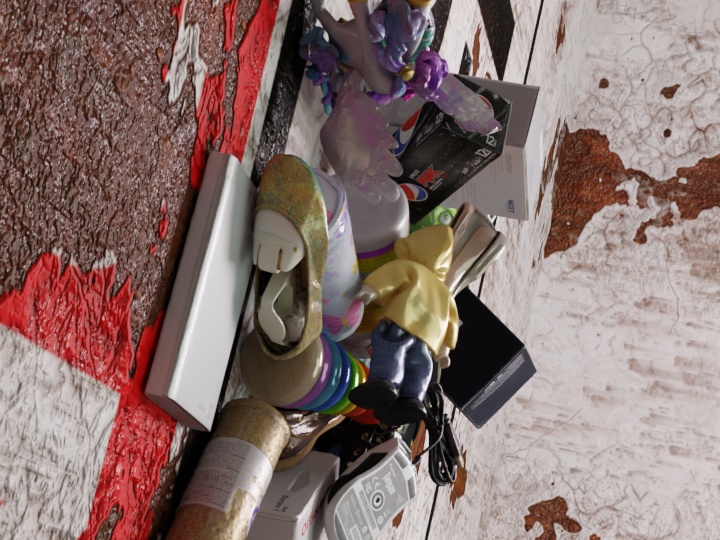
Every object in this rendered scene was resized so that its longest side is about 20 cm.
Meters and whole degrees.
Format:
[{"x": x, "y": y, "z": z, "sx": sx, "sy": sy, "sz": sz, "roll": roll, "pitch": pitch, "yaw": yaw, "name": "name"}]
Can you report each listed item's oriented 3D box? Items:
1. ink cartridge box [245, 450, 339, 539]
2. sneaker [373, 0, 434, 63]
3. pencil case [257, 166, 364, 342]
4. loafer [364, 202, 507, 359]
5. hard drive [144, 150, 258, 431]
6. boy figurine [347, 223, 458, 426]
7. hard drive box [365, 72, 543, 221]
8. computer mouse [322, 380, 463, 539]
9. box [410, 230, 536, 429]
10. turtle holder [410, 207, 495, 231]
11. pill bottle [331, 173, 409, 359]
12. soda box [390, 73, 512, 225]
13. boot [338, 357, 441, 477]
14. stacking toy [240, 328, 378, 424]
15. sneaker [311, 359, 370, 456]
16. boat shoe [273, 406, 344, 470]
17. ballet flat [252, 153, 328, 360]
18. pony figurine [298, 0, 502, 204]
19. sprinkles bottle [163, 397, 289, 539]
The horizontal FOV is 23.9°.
[{"x": -0.084, "y": 0.289, "z": 1.644, "sx": 0.145, "sy": 0.083, "sz": 0.202, "roll": -51, "pitch": 149, "yaw": -66, "name": "ink cartridge box"}, {"x": 0.040, "y": -0.261, "z": 1.818, "sx": 0.200, "sy": 0.074, "sz": 0.088, "roll": 100, "pitch": -4, "yaw": -64, "name": "sneaker"}, {"x": -0.048, "y": -0.012, "z": 1.567, "sx": 0.201, "sy": 0.090, "sz": 0.084, "roll": 81, "pitch": 1, "yaw": -58, "name": "pencil case"}, {"x": 0.065, "y": 0.013, "z": 1.699, "sx": 0.200, "sy": 0.063, "sz": 0.072, "roll": -45, "pitch": -169, "yaw": -26, "name": "loafer"}, {"x": -0.123, "y": 0.020, "z": 1.388, "sx": 0.132, "sy": 0.026, "sz": 0.202, "roll": 61, "pitch": 40, "yaw": -71, "name": "hard drive"}, {"x": 0.042, "y": 0.039, "z": 1.600, "sx": 0.124, "sy": 0.064, "sz": 0.201, "roll": 32, "pitch": 55, "yaw": -31, "name": "boy figurine"}, {"x": 0.090, "y": -0.137, "z": 1.808, "sx": 0.156, "sy": 0.198, "sz": 0.077, "roll": 78, "pitch": 26, "yaw": -61, "name": "hard drive box"}, {"x": 0.022, "y": 0.201, "z": 1.663, "sx": 0.200, "sy": 0.044, "sz": 0.110, "roll": -36, "pitch": 117, "yaw": -37, "name": "computer mouse"}, {"x": 0.094, "y": 0.068, "z": 1.957, "sx": 0.104, "sy": 0.200, "sz": 0.182, "roll": -44, "pitch": 165, "yaw": -2, "name": "box"}, {"x": 0.096, "y": -0.103, "z": 2.019, "sx": 0.186, "sy": 0.131, "sz": 0.142, "roll": 44, "pitch": 58, "yaw": -75, "name": "turtle holder"}, {"x": 0.000, "y": 0.000, "z": 1.740, "sx": 0.201, "sy": 0.103, "sz": 0.105, "roll": 87, "pitch": 18, "yaw": -47, "name": "pill bottle"}, {"x": 0.073, "y": -0.117, "z": 1.698, "sx": 0.200, "sy": 0.070, "sz": 0.064, "roll": -40, "pitch": -149, "yaw": 59, "name": "soda box"}, {"x": 0.021, "y": 0.171, "z": 1.733, "sx": 0.154, "sy": 0.073, "sz": 0.205, "roll": -66, "pitch": 177, "yaw": -57, "name": "boot"}, {"x": -0.029, "y": 0.102, "z": 1.611, "sx": 0.200, "sy": 0.085, "sz": 0.086, "roll": 27, "pitch": 73, "yaw": -58, "name": "stacking toy"}, {"x": -0.015, "y": 0.122, "z": 1.848, "sx": 0.085, "sy": 0.076, "sz": 0.202, "roll": -4, "pitch": 103, "yaw": -73, "name": "sneaker"}, {"x": -0.051, "y": 0.124, "z": 1.688, "sx": 0.200, "sy": 0.070, "sz": 0.071, "roll": -54, "pitch": 156, "yaw": -63, "name": "boat shoe"}, {"x": -0.065, "y": -0.003, "z": 1.438, "sx": 0.071, "sy": 0.070, "sz": 0.201, "roll": -66, "pitch": 162, "yaw": -47, "name": "ballet flat"}, {"x": 0.019, "y": -0.184, "z": 1.543, "sx": 0.166, "sy": 0.193, "sz": 0.201, "roll": -27, "pitch": 146, "yaw": -22, "name": "pony figurine"}, {"x": -0.121, "y": 0.201, "z": 1.451, "sx": 0.201, "sy": 0.068, "sz": 0.069, "roll": -68, "pitch": 163, "yaw": -44, "name": "sprinkles bottle"}]
